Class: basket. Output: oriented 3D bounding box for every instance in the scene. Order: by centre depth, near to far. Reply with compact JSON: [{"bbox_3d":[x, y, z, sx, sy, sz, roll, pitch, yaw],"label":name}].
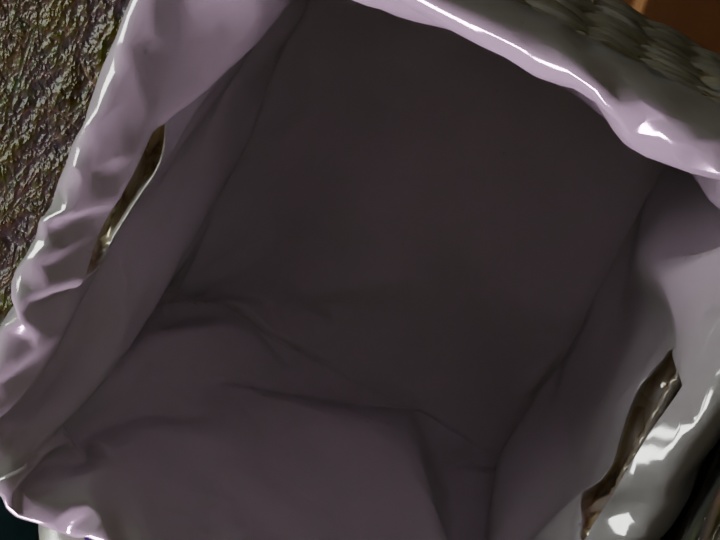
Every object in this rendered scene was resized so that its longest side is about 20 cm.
[{"bbox_3d":[0.012,-0.003,0.528,0.161,0.198,0.200,-64,0,-71],"label":"basket"}]

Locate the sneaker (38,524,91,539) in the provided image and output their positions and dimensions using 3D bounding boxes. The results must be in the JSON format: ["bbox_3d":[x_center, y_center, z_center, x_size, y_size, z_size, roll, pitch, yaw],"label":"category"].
[{"bbox_3d":[-0.036,0.068,0.642,0.145,0.081,0.200,-25,19,10],"label":"sneaker"}]

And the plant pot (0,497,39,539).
[{"bbox_3d":[-0.067,0.152,0.792,0.201,0.198,0.162,-68,-39,-56],"label":"plant pot"}]

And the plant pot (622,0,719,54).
[{"bbox_3d":[0.075,-0.093,0.773,0.200,0.139,0.202,-155,90,-89],"label":"plant pot"}]
